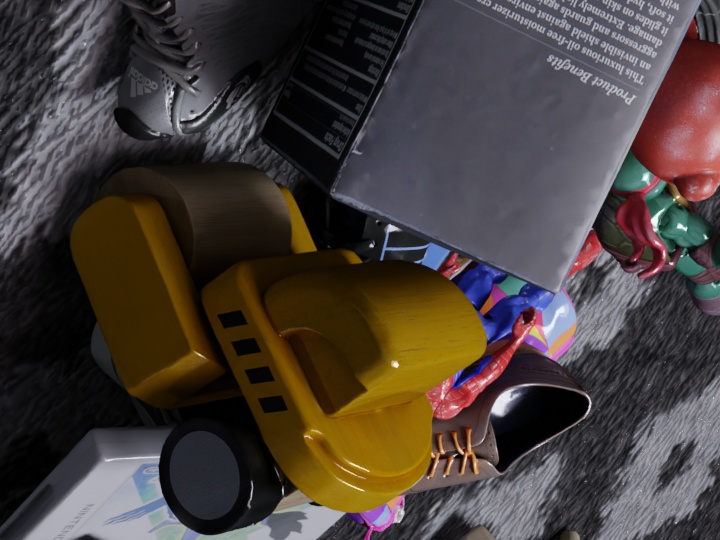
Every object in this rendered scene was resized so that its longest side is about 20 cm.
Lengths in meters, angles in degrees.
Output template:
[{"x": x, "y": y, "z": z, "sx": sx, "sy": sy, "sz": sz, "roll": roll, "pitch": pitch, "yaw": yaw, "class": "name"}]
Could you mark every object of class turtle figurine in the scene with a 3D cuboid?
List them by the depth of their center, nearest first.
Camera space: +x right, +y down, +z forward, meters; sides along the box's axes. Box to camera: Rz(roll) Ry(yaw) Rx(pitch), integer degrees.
[{"x": 0.174, "y": -0.045, "z": 1.472, "sx": 0.101, "sy": 0.150, "sz": 0.200, "roll": -26, "pitch": 159, "yaw": 3, "class": "turtle figurine"}]

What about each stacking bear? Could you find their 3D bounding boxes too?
[{"x": 0.125, "y": -0.114, "z": 1.360, "sx": 0.121, "sy": 0.200, "sz": 0.114, "roll": -50, "pitch": 152, "yaw": -2, "class": "stacking bear"}]

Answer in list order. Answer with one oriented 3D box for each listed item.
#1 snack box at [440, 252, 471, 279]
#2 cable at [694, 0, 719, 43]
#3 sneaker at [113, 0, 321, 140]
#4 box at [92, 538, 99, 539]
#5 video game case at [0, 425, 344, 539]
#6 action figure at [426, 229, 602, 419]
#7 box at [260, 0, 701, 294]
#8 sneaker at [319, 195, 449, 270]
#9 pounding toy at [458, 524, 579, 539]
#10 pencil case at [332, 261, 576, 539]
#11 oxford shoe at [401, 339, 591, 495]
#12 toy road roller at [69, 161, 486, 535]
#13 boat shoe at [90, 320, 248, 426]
[{"x": 0.049, "y": -0.024, "z": 1.541, "sx": 0.200, "sy": 0.024, "sz": 0.072, "roll": -41, "pitch": 152, "yaw": -19, "class": "snack box"}, {"x": 0.197, "y": -0.156, "z": 1.552, "sx": 0.200, "sy": 0.050, "sz": 0.097, "roll": 22, "pitch": 78, "yaw": -65, "class": "cable"}, {"x": -0.088, "y": -0.109, "z": 1.187, "sx": 0.200, "sy": 0.075, "sz": 0.116, "roll": 4, "pitch": 122, "yaw": -59, "class": "sneaker"}, {"x": -0.149, "y": 0.279, "z": 1.362, "sx": 0.197, "sy": 0.200, "sz": 0.117, "roll": -33, "pitch": 155, "yaw": 12, "class": "box"}, {"x": -0.096, "y": 0.132, "z": 1.390, "sx": 0.200, "sy": 0.022, "sz": 0.182, "roll": 0, "pitch": 148, "yaw": -38, "class": "video game case"}, {"x": 0.066, "y": 0.026, "z": 1.498, "sx": 0.200, "sy": 0.065, "sz": 0.052, "roll": -46, "pitch": 169, "yaw": -40, "class": "action figure"}, {"x": 0.060, "y": -0.113, "z": 1.209, "sx": 0.199, "sy": 0.123, "sz": 0.200, "roll": -64, "pitch": -166, "yaw": 5, "class": "box"}, {"x": 0.000, "y": 0.000, "z": 1.429, "sx": 0.078, "sy": 0.070, "sz": 0.200, "roll": 44, "pitch": 65, "yaw": -48, "class": "sneaker"}, {"x": 0.124, "y": 0.269, "z": 1.862, "sx": 0.142, "sy": 0.184, "sz": 0.200, "roll": -39, "pitch": 152, "yaw": 2, "class": "pounding toy"}, {"x": 0.043, "y": 0.072, "z": 1.585, "sx": 0.200, "sy": 0.088, "sz": 0.088, "roll": -45, "pitch": 152, "yaw": -12, "class": "pencil case"}, {"x": 0.038, "y": 0.092, "z": 1.495, "sx": 0.200, "sy": 0.073, "sz": 0.071, "roll": -23, "pitch": 113, "yaw": -23, "class": "oxford shoe"}, {"x": -0.031, "y": 0.021, "z": 1.265, "sx": 0.146, "sy": 0.200, "sz": 0.123, "roll": -34, "pitch": 164, "yaw": 33, "class": "toy road roller"}, {"x": -0.081, "y": 0.072, "z": 1.419, "sx": 0.071, "sy": 0.064, "sz": 0.200, "roll": -50, "pitch": 153, "yaw": -3, "class": "boat shoe"}]
